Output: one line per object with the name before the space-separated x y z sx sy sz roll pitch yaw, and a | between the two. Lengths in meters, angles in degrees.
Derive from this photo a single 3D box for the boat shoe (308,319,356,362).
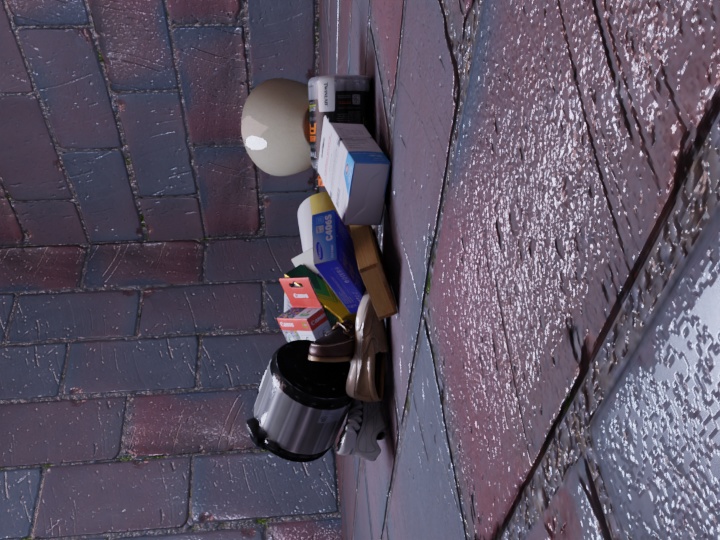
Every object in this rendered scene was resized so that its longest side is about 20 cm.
boat shoe | -0.027 0.123 1.275 0.199 0.069 0.072 -3 -81 -61

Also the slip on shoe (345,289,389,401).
slip on shoe | 0.025 0.129 1.233 0.076 0.060 0.204 16 -94 -61

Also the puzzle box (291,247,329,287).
puzzle box | -0.055 0.006 1.418 0.199 0.025 0.134 -21 100 55

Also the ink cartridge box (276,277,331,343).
ink cartridge box | -0.110 0.115 1.412 0.108 0.050 0.203 -2 115 50

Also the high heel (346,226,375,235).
high heel | 0.006 -0.127 1.344 0.097 0.067 0.200 -62 14 -15

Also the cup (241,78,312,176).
cup | -0.122 -0.294 1.445 0.142 0.198 0.204 10 105 45

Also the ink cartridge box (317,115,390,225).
ink cartridge box | -0.016 -0.178 1.219 0.201 0.067 0.118 -117 31 -51

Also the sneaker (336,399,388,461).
sneaker | 0.015 0.269 1.308 0.201 0.080 0.076 -70 0 -51

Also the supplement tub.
supplement tub | -0.037 -0.266 1.348 0.123 0.120 0.204 -122 30 -79

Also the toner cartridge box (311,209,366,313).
toner cartridge box | -0.030 -0.010 1.213 0.200 0.042 0.097 57 -156 -58

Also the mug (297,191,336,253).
mug | -0.064 -0.075 1.525 0.188 0.146 0.155 98 172 -54

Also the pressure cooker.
pressure cooker | -0.113 0.256 1.319 0.179 0.173 0.202 -71 3 -61

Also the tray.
tray | 0.019 -0.016 1.178 0.201 0.036 0.100 -100 -11 -60

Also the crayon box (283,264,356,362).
crayon box | -0.073 0.094 1.441 0.199 0.051 0.127 37 140 28
